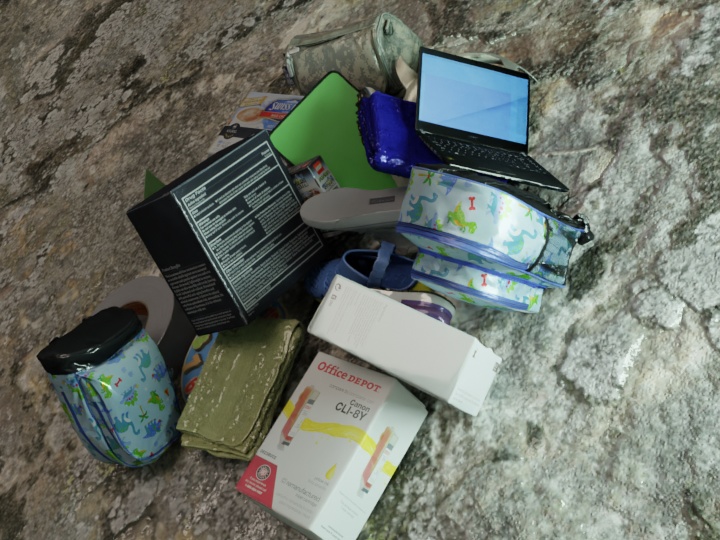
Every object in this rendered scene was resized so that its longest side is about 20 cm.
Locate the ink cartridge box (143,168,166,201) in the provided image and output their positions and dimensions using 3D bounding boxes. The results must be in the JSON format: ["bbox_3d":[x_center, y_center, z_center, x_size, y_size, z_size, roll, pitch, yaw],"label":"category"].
[{"bbox_3d":[-0.241,-0.059,1.517,0.048,0.200,0.147,-28,42,18],"label":"ink cartridge box"}]

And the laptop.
[{"bbox_3d":[0.170,-0.197,1.309,0.200,0.175,0.104,-122,45,-59],"label":"laptop"}]

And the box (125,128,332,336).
[{"bbox_3d":[-0.175,-0.052,1.377,0.122,0.200,0.200,-14,20,44],"label":"box"}]

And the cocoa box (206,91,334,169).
[{"bbox_3d":[-0.111,-0.184,1.572,0.199,0.133,0.132,14,65,44],"label":"cocoa box"}]

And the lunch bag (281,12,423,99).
[{"bbox_3d":[-0.003,-0.312,1.572,0.198,0.168,0.141,-6,51,35],"label":"lunch bag"}]

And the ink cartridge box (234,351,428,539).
[{"bbox_3d":[-0.034,0.213,1.208,0.144,0.083,0.201,14,65,45],"label":"ink cartridge box"}]

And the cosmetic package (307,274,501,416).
[{"bbox_3d":[0.053,0.087,1.178,0.199,0.113,0.082,26,86,30],"label":"cosmetic package"}]

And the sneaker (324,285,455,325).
[{"bbox_3d":[0.021,0.073,1.296,0.198,0.076,0.088,0,61,38],"label":"sneaker"}]

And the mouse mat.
[{"bbox_3d":[-0.017,-0.177,1.468,0.161,0.200,0.008,-48,-1,-18],"label":"mouse mat"}]

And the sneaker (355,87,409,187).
[{"bbox_3d":[0.056,-0.178,1.440,0.072,0.072,0.201,-22,72,-27],"label":"sneaker"}]

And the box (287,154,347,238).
[{"bbox_3d":[-0.103,-0.087,1.470,0.199,0.111,0.035,-15,23,44],"label":"box"}]

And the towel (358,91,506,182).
[{"bbox_3d":[0.100,-0.174,1.366,0.149,0.198,0.050,-101,27,-45],"label":"towel"}]

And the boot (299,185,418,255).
[{"bbox_3d":[0.021,-0.058,1.367,0.197,0.096,0.074,-2,43,19],"label":"boot"}]

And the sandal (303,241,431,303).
[{"bbox_3d":[0.000,0.000,1.365,0.198,0.087,0.080,-7,53,36],"label":"sandal"}]

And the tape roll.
[{"bbox_3d":[-0.348,0.108,1.561,0.198,0.066,0.202,-21,45,22],"label":"tape roll"}]

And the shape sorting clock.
[{"bbox_3d":[-0.181,0.117,1.441,0.198,0.039,0.202,-22,44,22],"label":"shape sorting clock"}]

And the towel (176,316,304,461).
[{"bbox_3d":[-0.160,0.153,1.356,0.147,0.036,0.202,6,67,36],"label":"towel"}]

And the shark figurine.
[{"bbox_3d":[0.140,-0.275,1.482,0.213,0.089,0.129,-27,70,15],"label":"shark figurine"}]

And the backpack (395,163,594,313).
[{"bbox_3d":[0.141,-0.035,1.195,0.182,0.199,0.149,18,87,44],"label":"backpack"}]

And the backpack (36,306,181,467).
[{"bbox_3d":[-0.332,0.175,1.394,0.152,0.202,0.163,9,26,29],"label":"backpack"}]
